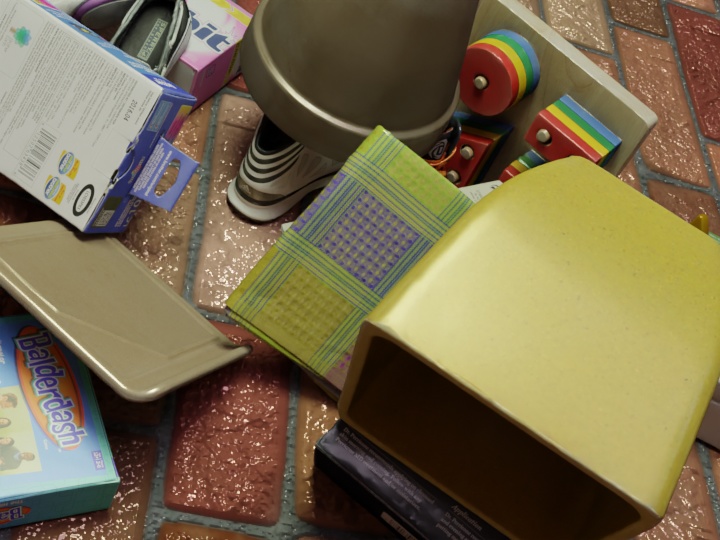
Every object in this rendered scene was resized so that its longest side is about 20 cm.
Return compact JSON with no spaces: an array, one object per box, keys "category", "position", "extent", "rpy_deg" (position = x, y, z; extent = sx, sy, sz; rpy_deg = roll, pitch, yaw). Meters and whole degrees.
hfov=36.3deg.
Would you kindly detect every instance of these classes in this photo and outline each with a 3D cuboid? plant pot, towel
[{"category":"plant pot","position":[0.016,-0.218,0.929],"extent":[0.200,0.174,0.200],"rpy_deg":[13,51,-16]},{"category":"towel","position":[0.000,0.000,0.878],"extent":[0.144,0.200,0.023],"rpy_deg":[38,6,-21]},{"category":"plant pot","position":[0.126,0.045,0.714],"extent":[0.194,0.196,0.200],"rpy_deg":[34,68,9]}]

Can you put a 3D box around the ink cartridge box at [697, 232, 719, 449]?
[{"category":"ink cartridge box","position":[0.355,0.071,1.065],"extent":[0.146,0.084,0.200],"rpy_deg":[28,46,-1]}]

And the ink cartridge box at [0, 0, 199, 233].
[{"category":"ink cartridge box","position":[-0.231,-0.122,0.903],"extent":[0.200,0.137,0.076],"rpy_deg":[34,11,12]}]

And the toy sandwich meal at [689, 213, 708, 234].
[{"category":"toy sandwich meal","position":[0.231,0.001,0.996],"extent":[0.205,0.205,0.070],"rpy_deg":[-19,90,-36]}]

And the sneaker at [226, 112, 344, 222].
[{"category":"sneaker","position":[-0.039,-0.133,1.033],"extent":[0.076,0.115,0.200],"rpy_deg":[37,46,8]}]

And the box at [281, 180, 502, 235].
[{"category":"box","position":[0.037,-0.011,0.942],"extent":[0.200,0.082,0.068],"rpy_deg":[-11,42,-9]}]

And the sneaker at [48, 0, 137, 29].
[{"category":"sneaker","position":[-0.278,-0.257,0.992],"extent":[0.200,0.075,0.100],"rpy_deg":[-23,83,-2]}]

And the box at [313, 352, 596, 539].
[{"category":"box","position":[0.097,0.135,0.831],"extent":[0.200,0.104,0.182],"rpy_deg":[39,74,10]}]

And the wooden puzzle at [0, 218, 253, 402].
[{"category":"wooden puzzle","position":[-0.196,0.027,0.835],"extent":[0.200,0.037,0.185],"rpy_deg":[36,14,10]}]

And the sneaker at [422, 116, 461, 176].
[{"category":"sneaker","position":[0.058,-0.076,1.032],"extent":[0.078,0.112,0.200],"rpy_deg":[-5,55,-28]}]

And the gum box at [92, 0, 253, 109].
[{"category":"gum box","position":[-0.214,-0.254,1.088],"extent":[0.200,0.066,0.114],"rpy_deg":[35,47,6]}]

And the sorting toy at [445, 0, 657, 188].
[{"category":"sorting toy","position":[0.148,-0.128,1.060],"extent":[0.199,0.200,0.070],"rpy_deg":[43,52,14]}]

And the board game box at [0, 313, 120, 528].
[{"category":"board game box","position":[-0.285,0.108,0.762],"extent":[0.200,0.045,0.152],"rpy_deg":[-5,54,-28]}]

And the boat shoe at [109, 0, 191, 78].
[{"category":"boat shoe","position":[-0.206,-0.167,0.970],"extent":[0.074,0.068,0.199],"rpy_deg":[28,74,2]}]
